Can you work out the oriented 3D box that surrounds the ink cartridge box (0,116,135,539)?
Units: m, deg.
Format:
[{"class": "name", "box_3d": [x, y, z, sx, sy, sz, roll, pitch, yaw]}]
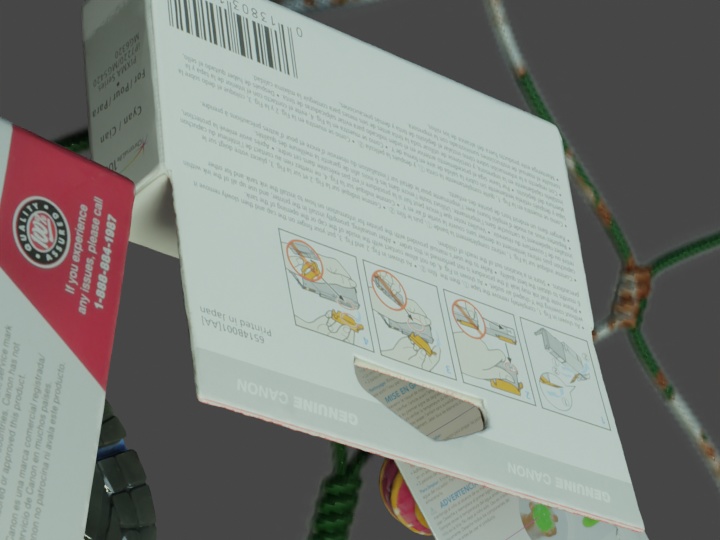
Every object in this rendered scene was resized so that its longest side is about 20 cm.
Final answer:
[{"class": "ink cartridge box", "box_3d": [-0.172, 0.010, 0.731, 0.199, 0.086, 0.148, 25, 53, -25]}]

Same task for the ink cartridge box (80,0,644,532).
[{"class": "ink cartridge box", "box_3d": [0.000, 0.000, 0.899, 0.199, 0.045, 0.177, 20, 48, -37]}]

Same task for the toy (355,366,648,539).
[{"class": "toy", "box_3d": [0.040, 0.074, 0.969, 0.115, 0.047, 0.201, -26, 84, -53]}]

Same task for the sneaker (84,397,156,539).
[{"class": "sneaker", "box_3d": [-0.098, 0.103, 0.849, 0.200, 0.078, 0.075, 53, 45, -7]}]
